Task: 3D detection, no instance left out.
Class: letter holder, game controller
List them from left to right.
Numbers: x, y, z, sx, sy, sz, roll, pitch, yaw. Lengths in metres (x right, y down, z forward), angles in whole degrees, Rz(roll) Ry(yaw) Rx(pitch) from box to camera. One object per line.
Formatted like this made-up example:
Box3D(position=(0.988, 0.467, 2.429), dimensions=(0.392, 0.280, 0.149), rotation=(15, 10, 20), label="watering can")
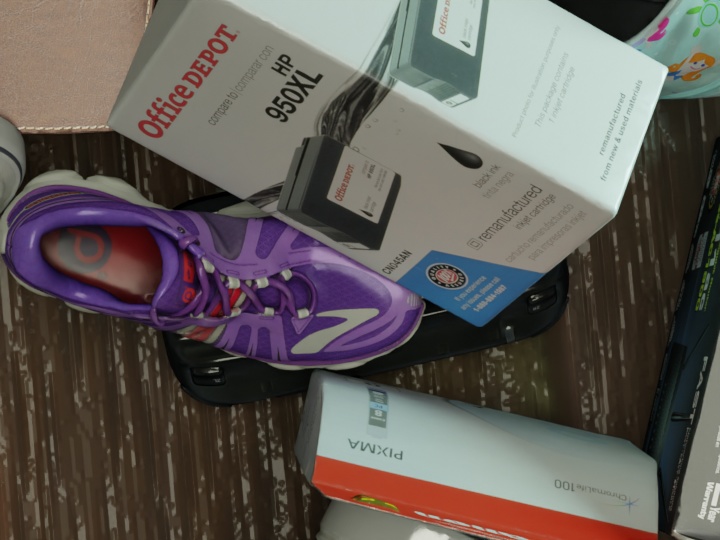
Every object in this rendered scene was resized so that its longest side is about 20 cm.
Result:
Box3D(position=(-0.191, -0.138, 1.230), dimensions=(0.199, 0.101, 0.143), rotation=(6, 93, -2), label="letter holder")
Box3D(position=(0.000, 0.000, 1.253), dimensions=(0.199, 0.042, 0.105), rotation=(-13, 101, -3), label="game controller")

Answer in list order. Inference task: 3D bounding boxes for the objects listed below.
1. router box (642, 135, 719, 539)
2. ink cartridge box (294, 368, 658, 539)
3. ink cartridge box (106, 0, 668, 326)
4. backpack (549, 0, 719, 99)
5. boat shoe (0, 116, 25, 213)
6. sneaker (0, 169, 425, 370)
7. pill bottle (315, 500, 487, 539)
Box3D(position=(0.182, 0.032, 1.209), dimensions=(0.062, 0.150, 0.201), rotation=(13, 87, -2), label="router box")
Box3D(position=(0.056, 0.088, 1.158), dimensions=(0.159, 0.200, 0.047), rotation=(14, 90, -5), label="ink cartridge box")
Box3D(position=(0.008, -0.075, 1.133), dimensions=(0.200, 0.145, 0.084), rotation=(28, 61, -10), label="ink cartridge box")
Box3D(position=(0.126, -0.164, 1.190), dimensions=(0.150, 0.200, 0.178), rotation=(17, 86, -34), label="backpack")
Box3D(position=(-0.233, 0.001, 1.203), dimensions=(0.200, 0.072, 0.066), rotation=(-29, 47, 18), label="boat shoe")
Box3D(position=(-0.067, 0.008, 1.186), dimensions=(0.199, 0.083, 0.081), rotation=(7, 100, -8), label="sneaker")
Box3D(position=(-0.006, 0.205, 1.216), dimensions=(0.113, 0.114, 0.201), rotation=(25, 87, -1), label="pill bottle")
